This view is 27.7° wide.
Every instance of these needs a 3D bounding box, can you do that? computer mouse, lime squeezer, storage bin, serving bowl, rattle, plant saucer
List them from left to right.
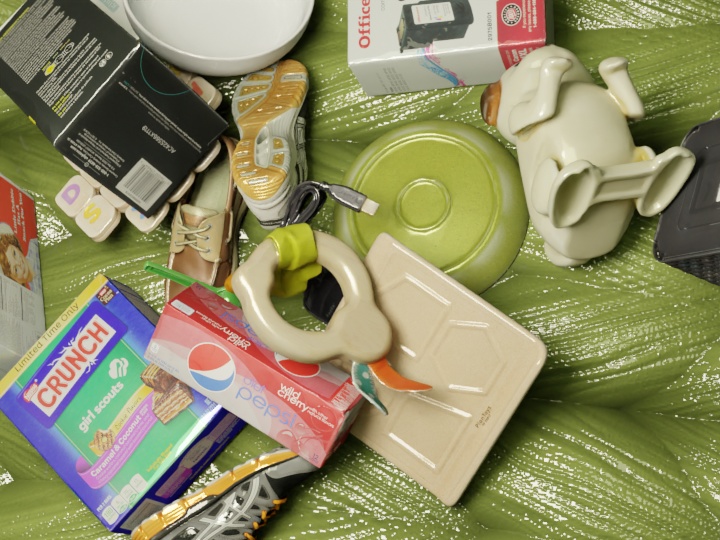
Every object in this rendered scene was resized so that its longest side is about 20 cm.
[{"bbox_3d":[-0.149,-0.273,1.522,0.200,0.066,0.200,4,55,-6],"label":"serving bowl"},{"bbox_3d":[-0.124,0.051,1.431,0.200,0.038,0.071,44,51,2],"label":"lime squeezer"},{"bbox_3d":[-0.039,0.065,1.347,0.200,0.130,0.143,43,133,-4],"label":"rattle"},{"bbox_3d":[0.000,0.000,1.405,0.200,0.046,0.141,32,109,16],"label":"computer mouse"},{"bbox_3d":[0.065,-0.061,1.436,0.200,0.031,0.200,-4,73,14],"label":"plant saucer"},{"bbox_3d":[0.353,-0.062,1.256,0.094,0.200,0.135,21,78,-17],"label":"storage bin"}]

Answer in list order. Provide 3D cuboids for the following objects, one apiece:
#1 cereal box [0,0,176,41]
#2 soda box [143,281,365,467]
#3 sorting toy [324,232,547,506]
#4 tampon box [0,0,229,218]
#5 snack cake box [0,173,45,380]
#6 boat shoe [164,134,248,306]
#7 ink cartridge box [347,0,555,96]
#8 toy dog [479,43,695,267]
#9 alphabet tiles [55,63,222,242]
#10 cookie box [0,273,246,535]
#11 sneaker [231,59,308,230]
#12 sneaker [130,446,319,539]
[{"bbox_3d":[-0.308,-0.257,1.597,0.144,0.040,0.200,42,87,22],"label":"cereal box"},{"bbox_3d":[-0.097,0.095,1.357,0.200,0.063,0.070,31,118,10],"label":"soda box"},{"bbox_3d":[0.055,0.090,1.355,0.200,0.036,0.185,37,111,19],"label":"sorting toy"},{"bbox_3d":[-0.257,-0.176,1.446,0.126,0.150,0.200,-49,46,1],"label":"tampon box"},{"bbox_3d":[-0.381,0.003,1.497,0.067,0.115,0.200,-13,70,12],"label":"snack cake box"},{"bbox_3d":[-0.161,-0.044,1.471,0.076,0.074,0.200,8,76,18],"label":"boat shoe"},{"bbox_3d":[0.090,-0.264,1.463,0.200,0.083,0.146,-5,73,14],"label":"ink cartridge box"},{"bbox_3d":[0.197,-0.122,1.362,0.139,0.194,0.200,-14,55,-12],"label":"toy dog"},{"bbox_3d":[-0.231,-0.126,1.510,0.200,0.015,0.196,-50,46,0],"label":"alphabet tiles"},{"bbox_3d":[-0.237,0.131,1.438,0.200,0.075,0.171,42,89,23],"label":"cookie box"},{"bbox_3d":[-0.089,-0.126,1.480,0.076,0.088,0.200,-3,49,13],"label":"sneaker"},{"bbox_3d":[-0.116,0.228,1.382,0.200,0.078,0.077,-32,81,8],"label":"sneaker"}]
